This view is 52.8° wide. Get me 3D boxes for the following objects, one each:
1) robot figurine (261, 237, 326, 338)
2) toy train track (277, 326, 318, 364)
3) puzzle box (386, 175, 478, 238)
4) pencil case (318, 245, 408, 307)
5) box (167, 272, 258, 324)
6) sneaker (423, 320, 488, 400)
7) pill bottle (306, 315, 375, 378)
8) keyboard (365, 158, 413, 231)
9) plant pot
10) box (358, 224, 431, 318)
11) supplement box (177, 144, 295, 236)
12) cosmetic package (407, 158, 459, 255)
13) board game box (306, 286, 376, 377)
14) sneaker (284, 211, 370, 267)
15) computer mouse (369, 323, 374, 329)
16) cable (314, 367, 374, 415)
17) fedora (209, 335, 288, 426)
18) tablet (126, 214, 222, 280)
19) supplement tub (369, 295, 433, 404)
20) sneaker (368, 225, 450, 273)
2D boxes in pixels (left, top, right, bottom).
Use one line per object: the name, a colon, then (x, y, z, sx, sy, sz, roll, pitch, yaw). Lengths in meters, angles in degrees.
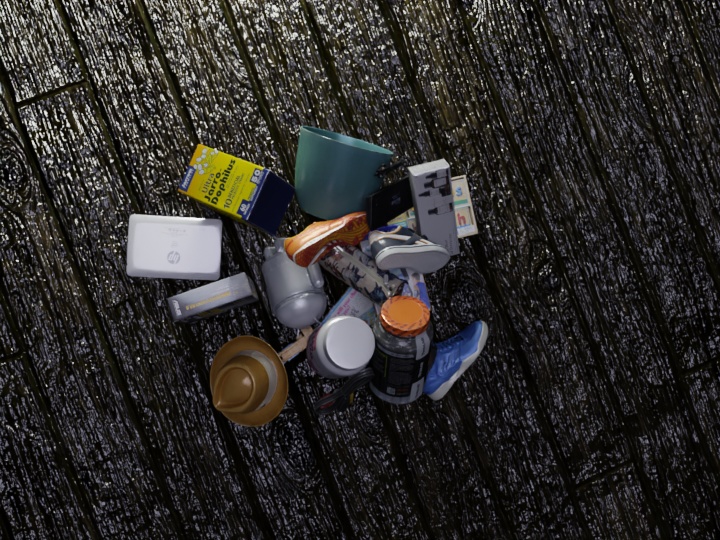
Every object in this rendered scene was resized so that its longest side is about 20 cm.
robot figurine: (-0.138, 0.034, 1.509, 0.112, 0.169, 0.203, -4, 67, -43)
toy train track: (-0.140, 0.169, 1.553, 0.198, 0.033, 0.116, -33, 84, -12)
puzzle box: (0.151, -0.125, 1.596, 0.197, 0.025, 0.135, -13, 89, -5)
pencil case: (0.000, 0.000, 1.478, 0.199, 0.090, 0.078, 36, 65, 13)
box: (-0.291, 0.059, 1.465, 0.156, 0.200, 0.049, -19, 86, -6)
sneaker: (0.181, 0.169, 1.561, 0.111, 0.077, 0.201, 39, 92, -16)
pill bottle: (-0.039, 0.150, 1.414, 0.111, 0.200, 0.116, 2, 79, -12)
keyboard: (0.066, -0.167, 1.482, 0.020, 0.199, 0.129, 15, 118, 28)
plant pot: (-0.047, -0.192, 1.502, 0.197, 0.201, 0.164, 15, 104, -4)
box: (0.070, 0.003, 1.543, 0.117, 0.041, 0.203, -13, 85, -6)
supplement box: (-0.252, -0.164, 1.476, 0.198, 0.109, 0.110, 22, 86, 29)
cosmetic package: (0.155, -0.123, 1.522, 0.081, 0.051, 0.203, -13, 117, -3)
board game box: (-0.002, 0.114, 1.552, 0.134, 0.034, 0.201, 41, 74, -3)
sneaker: (-0.061, -0.077, 1.430, 0.198, 0.077, 0.074, -23, 135, -25)
computer mouse: (0.073, 0.124, 1.530, 0.034, 0.198, 0.059, 51, 120, 36)
cable: (-0.039, 0.243, 1.486, 0.096, 0.201, 0.051, -4, 56, -23)
fedora: (-0.245, 0.236, 1.486, 0.197, 0.082, 0.205, 4, 100, 23)
tablet: (-0.397, -0.049, 1.552, 0.196, 0.014, 0.133, 3, 88, -4)
supplement tub: (0.080, 0.157, 1.437, 0.120, 0.124, 0.202, 0, 130, -5)
sneaker: (0.100, -0.047, 1.479, 0.079, 0.198, 0.080, -49, 54, 32)
